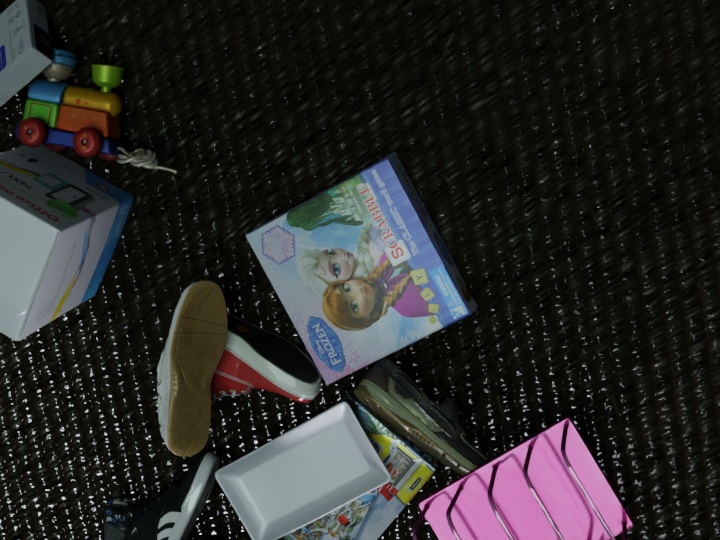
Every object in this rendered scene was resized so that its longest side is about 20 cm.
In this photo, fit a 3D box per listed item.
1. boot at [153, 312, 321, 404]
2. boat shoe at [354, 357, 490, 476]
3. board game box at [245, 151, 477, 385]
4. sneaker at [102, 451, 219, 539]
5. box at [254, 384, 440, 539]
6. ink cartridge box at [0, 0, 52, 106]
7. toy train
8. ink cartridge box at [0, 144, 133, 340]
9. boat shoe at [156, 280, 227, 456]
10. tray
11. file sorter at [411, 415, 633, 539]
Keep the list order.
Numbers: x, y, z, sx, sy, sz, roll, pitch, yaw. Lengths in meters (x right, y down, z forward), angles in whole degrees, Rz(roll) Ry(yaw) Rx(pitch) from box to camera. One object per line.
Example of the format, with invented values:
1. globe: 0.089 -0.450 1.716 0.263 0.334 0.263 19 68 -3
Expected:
1. boot: -0.148 0.139 1.732 0.199 0.072 0.146 26 110 17
2. boat shoe: 0.088 0.173 1.672 0.200 0.072 0.066 35 78 -4
3. board game box: 0.000 0.000 1.667 0.198 0.041 0.201 -28 95 20
4. sneaker: -0.256 0.290 1.796 0.111 0.073 0.201 28 111 6
5. box: -0.016 0.255 1.738 0.136 0.038 0.201 40 111 4
6. ink cartridge box: -0.443 -0.227 1.710 0.199 0.039 0.100 -33 49 21
7. toy train: -0.292 -0.186 1.689 0.198 0.085 0.117 11 93 13
8. ink cartridge box: -0.384 -0.038 1.682 0.146 0.200 0.147 29 110 7
9. boat shoe: -0.204 0.107 1.679 0.069 0.070 0.202 16 97 57
10. tray: -0.067 0.238 1.716 0.199 0.022 0.108 -30 94 21
11. file sorter: 0.172 0.278 1.572 0.199 0.125 0.140 -32 91 14
